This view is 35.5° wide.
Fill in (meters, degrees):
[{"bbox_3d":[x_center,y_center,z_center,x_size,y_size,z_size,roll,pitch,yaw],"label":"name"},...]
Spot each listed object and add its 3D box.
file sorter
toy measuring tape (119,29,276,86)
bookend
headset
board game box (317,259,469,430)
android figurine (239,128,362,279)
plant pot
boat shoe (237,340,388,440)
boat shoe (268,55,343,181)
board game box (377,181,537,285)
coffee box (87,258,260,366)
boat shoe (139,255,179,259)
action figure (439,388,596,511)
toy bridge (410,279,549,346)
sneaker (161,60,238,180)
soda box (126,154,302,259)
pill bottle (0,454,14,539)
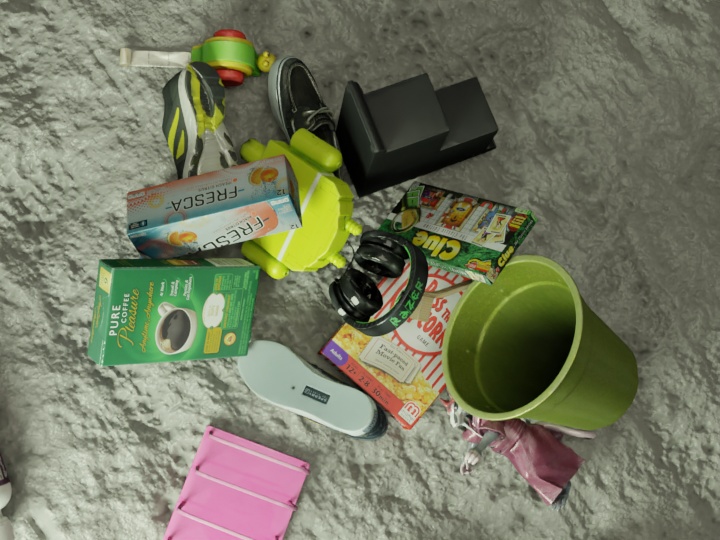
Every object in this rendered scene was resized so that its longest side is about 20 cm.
[{"bbox_3d":[-0.155,0.305,1.345,0.139,0.125,0.200,21,82,-5],"label":"file sorter"},{"bbox_3d":[-0.206,-0.273,1.428,0.199,0.074,0.074,3,84,-8],"label":"toy measuring tape"},{"bbox_3d":[0.080,-0.187,1.388,0.198,0.200,0.092,-20,81,-8],"label":"bookend"},{"bbox_3d":[0.000,0.000,1.369,0.094,0.200,0.124,33,91,-34],"label":"headset"},{"bbox_3d":[0.067,0.079,1.439,0.151,0.046,0.200,40,80,-2],"label":"board game box"},{"bbox_3d":[-0.083,-0.078,1.384,0.200,0.041,0.182,33,107,27],"label":"android figurine"},{"bbox_3d":[0.234,0.107,1.347,0.190,0.200,0.200,27,79,-39],"label":"plant pot"},{"bbox_3d":[-0.060,0.157,1.407,0.200,0.091,0.071,26,80,23],"label":"boat shoe"},{"bbox_3d":[-0.058,-0.181,1.430,0.072,0.071,0.200,-19,93,-33],"label":"boat shoe"},{"bbox_3d":[0.112,-0.050,1.393,0.105,0.200,0.023,-55,133,-16],"label":"board game box"},{"bbox_3d":[-0.219,0.046,1.337,0.200,0.044,0.123,-3,110,-37],"label":"coffee box"},{"bbox_3d":[-0.240,0.005,1.389,0.068,0.084,0.201,7,85,-10],"label":"boat shoe"},{"bbox_3d":[0.189,0.203,1.399,0.200,0.134,0.149,40,80,-5],"label":"action figure"},{"bbox_3d":[0.153,0.045,1.405,0.200,0.027,0.067,13,92,-25],"label":"toy bridge"},{"bbox_3d":[-0.205,-0.157,1.411,0.074,0.085,0.201,-1,88,-37],"label":"sneaker"},{"bbox_3d":[-0.171,-0.071,1.323,0.200,0.064,0.069,-13,53,7],"label":"soda box"},{"bbox_3d":[-0.476,0.235,1.317,0.112,0.112,0.200,-19,87,-9],"label":"pill bottle"}]
